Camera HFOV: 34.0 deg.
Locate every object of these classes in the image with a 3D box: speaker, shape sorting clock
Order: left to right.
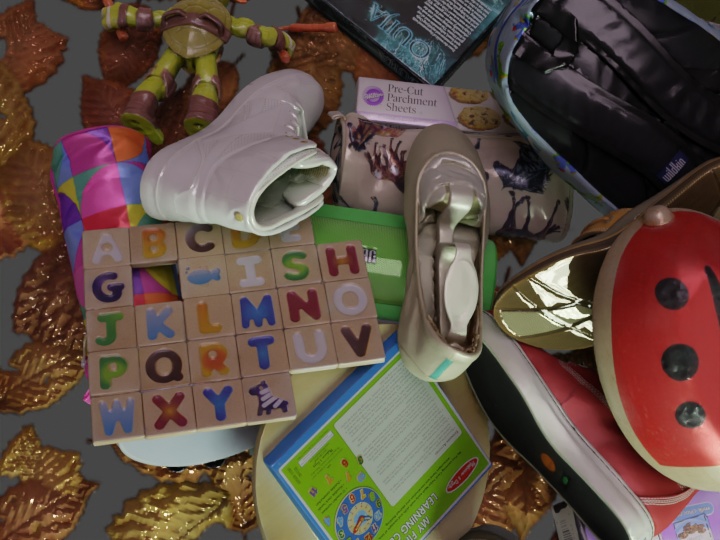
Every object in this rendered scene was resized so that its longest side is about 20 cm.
[{"bbox_3d":[0.000,0.000,0.898,0.198,0.089,0.089,8,73,-2],"label":"speaker"},{"bbox_3d":[0.011,0.138,0.842,0.199,0.039,0.202,1,88,-30],"label":"shape sorting clock"}]

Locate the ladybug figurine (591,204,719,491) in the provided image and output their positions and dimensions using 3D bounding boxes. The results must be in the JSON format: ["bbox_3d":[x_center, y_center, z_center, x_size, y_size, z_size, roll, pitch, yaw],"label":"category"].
[{"bbox_3d":[0.221,0.053,0.750,0.135,0.072,0.201,-27,103,-9],"label":"ladybug figurine"}]

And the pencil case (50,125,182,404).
[{"bbox_3d":[-0.182,-0.007,0.886,0.088,0.088,0.202,-10,73,-8],"label":"pencil case"}]

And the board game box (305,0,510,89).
[{"bbox_3d":[0.025,-0.255,1.006,0.200,0.028,0.135,41,74,7],"label":"board game box"}]

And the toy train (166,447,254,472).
[{"bbox_3d":[-0.063,0.118,0.882,0.198,0.034,0.046,-5,61,-7],"label":"toy train"}]

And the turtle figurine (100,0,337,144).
[{"bbox_3d":[-0.122,-0.176,0.938,0.198,0.065,0.162,12,62,-4],"label":"turtle figurine"}]

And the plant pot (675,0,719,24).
[{"bbox_3d":[0.310,-0.223,0.931,0.185,0.200,0.189,1,73,-5],"label":"plant pot"}]

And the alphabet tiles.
[{"bbox_3d":[-0.088,0.031,0.811,0.198,0.008,0.168,-7,57,-8],"label":"alphabet tiles"}]

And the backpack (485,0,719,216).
[{"bbox_3d":[0.182,-0.125,0.838,0.199,0.154,0.164,28,105,-23],"label":"backpack"}]

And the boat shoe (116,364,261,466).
[{"bbox_3d":[-0.090,0.074,0.851,0.201,0.075,0.086,-15,41,-25],"label":"boat shoe"}]

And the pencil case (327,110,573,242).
[{"bbox_3d":[0.069,-0.077,0.928,0.198,0.078,0.090,6,93,-3],"label":"pencil case"}]

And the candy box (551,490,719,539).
[{"bbox_3d":[0.245,0.250,0.850,0.166,0.072,0.202,-9,74,-8],"label":"candy box"}]

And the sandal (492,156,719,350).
[{"bbox_3d":[0.182,-0.014,0.804,0.199,0.054,0.080,-35,116,12],"label":"sandal"}]

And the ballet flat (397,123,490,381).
[{"bbox_3d":[0.065,-0.022,0.832,0.069,0.070,0.202,4,71,-4],"label":"ballet flat"}]

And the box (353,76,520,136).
[{"bbox_3d":[0.093,-0.122,0.966,0.198,0.039,0.042,7,71,-3],"label":"box"}]

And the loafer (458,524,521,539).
[{"bbox_3d":[0.126,0.246,0.798,0.199,0.069,0.076,28,105,40],"label":"loafer"}]

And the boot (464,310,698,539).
[{"bbox_3d":[0.175,0.086,0.849,0.144,0.073,0.200,-32,68,-22],"label":"boot"}]

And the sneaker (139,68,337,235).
[{"bbox_3d":[-0.056,-0.084,0.870,0.115,0.074,0.200,13,39,28],"label":"sneaker"}]
